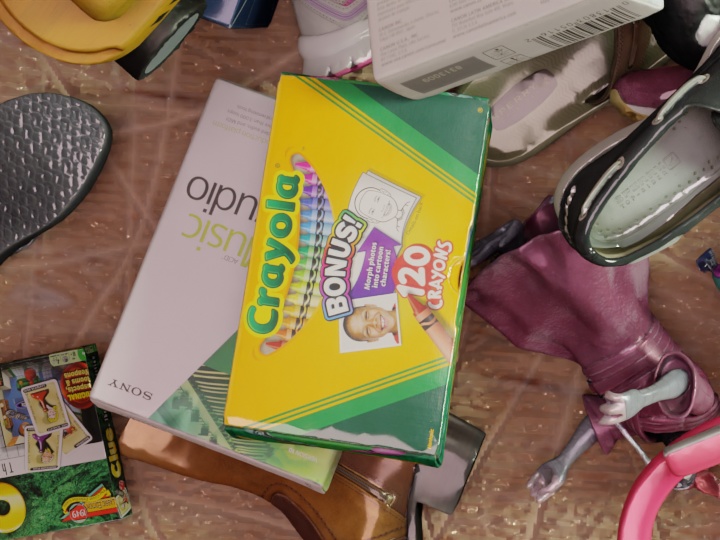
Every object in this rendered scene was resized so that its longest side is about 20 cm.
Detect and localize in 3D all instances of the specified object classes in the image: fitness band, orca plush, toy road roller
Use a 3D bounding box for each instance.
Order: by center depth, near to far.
[{"bbox_3d":[-0.107,-0.193,1.301,0.123,0.146,0.200,42,99,0],"label":"toy road roller"},{"bbox_3d":[0.151,-0.195,1.360,0.105,0.071,0.200,16,121,45],"label":"orca plush"},{"bbox_3d":[0.236,0.140,1.393,0.200,0.037,0.144,-20,98,9],"label":"fitness band"}]

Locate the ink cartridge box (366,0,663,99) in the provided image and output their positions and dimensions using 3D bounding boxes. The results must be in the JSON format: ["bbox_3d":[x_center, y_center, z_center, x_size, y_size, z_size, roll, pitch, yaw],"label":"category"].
[{"bbox_3d":[0.073,-0.208,1.367,0.160,0.047,0.200,-19,66,36],"label":"ink cartridge box"}]

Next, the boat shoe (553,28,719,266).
[{"bbox_3d":[0.191,-0.073,1.354,0.200,0.060,0.076,-44,109,11],"label":"boat shoe"}]

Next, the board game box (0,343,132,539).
[{"bbox_3d":[-0.240,0.112,1.529,0.200,0.023,0.105,-12,95,16],"label":"board game box"}]

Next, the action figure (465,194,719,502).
[{"bbox_3d":[0.149,0.045,1.467,0.149,0.134,0.200,-43,100,-29],"label":"action figure"}]

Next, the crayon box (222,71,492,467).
[{"bbox_3d":[0.000,0.000,1.413,0.118,0.058,0.200,8,81,6],"label":"crayon box"}]

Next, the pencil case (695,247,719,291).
[{"bbox_3d":[0.259,0.074,1.441,0.085,0.092,0.200,-14,96,41],"label":"pencil case"}]

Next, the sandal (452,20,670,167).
[{"bbox_3d":[0.133,-0.131,1.457,0.080,0.057,0.201,45,98,1],"label":"sandal"}]

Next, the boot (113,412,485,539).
[{"bbox_3d":[-0.052,0.137,1.499,0.200,0.068,0.189,22,98,5],"label":"boot"}]

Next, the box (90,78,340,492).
[{"bbox_3d":[-0.051,0.008,1.469,0.144,0.036,0.200,20,83,7],"label":"box"}]

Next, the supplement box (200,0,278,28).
[{"bbox_3d":[-0.121,-0.260,1.438,0.199,0.134,0.200,21,97,5],"label":"supplement box"}]

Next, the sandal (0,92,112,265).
[{"bbox_3d":[-0.222,-0.031,1.523,0.200,0.043,0.076,-45,81,18],"label":"sandal"}]

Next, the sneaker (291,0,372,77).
[{"bbox_3d":[0.042,-0.182,1.452,0.200,0.081,0.088,-25,93,8],"label":"sneaker"}]

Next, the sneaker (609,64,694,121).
[{"bbox_3d":[0.237,-0.125,1.440,0.199,0.075,0.090,-3,95,-2],"label":"sneaker"}]
